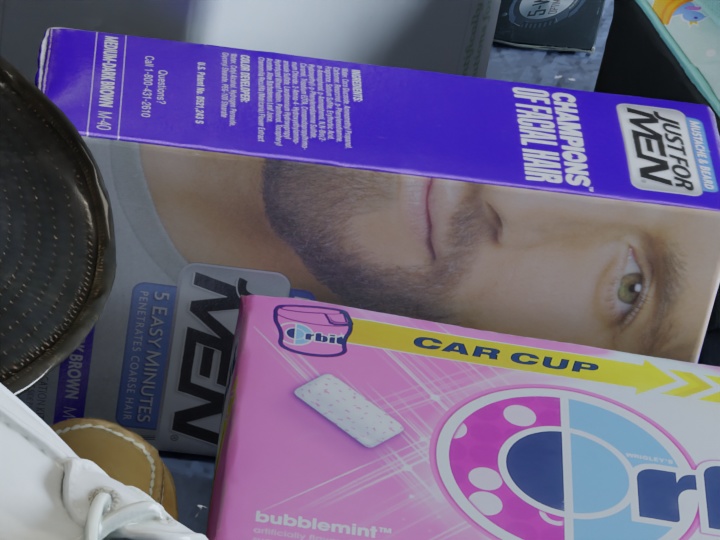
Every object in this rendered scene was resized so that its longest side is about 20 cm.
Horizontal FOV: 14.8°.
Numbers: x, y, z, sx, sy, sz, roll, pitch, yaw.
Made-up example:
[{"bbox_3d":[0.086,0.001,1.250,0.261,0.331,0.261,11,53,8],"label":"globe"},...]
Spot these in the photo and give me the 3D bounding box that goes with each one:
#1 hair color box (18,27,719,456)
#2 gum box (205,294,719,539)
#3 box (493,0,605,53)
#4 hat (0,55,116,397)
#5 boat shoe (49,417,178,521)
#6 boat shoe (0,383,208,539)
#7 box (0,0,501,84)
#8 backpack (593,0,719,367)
[{"bbox_3d":[0.000,0.000,0.814,0.200,0.109,0.065,5,34,-7],"label":"hair color box"},{"bbox_3d":[0.058,0.078,0.751,0.200,0.066,0.114,9,35,-4],"label":"gum box"},{"bbox_3d":[0.078,-0.209,1.066,0.044,0.200,0.160,5,35,-9],"label":"box"},{"bbox_3d":[-0.154,-0.040,0.690,0.201,0.081,0.201,5,40,-4],"label":"hat"},{"bbox_3d":[-0.092,0.087,0.687,0.072,0.076,0.200,16,33,8],"label":"boat shoe"},{"bbox_3d":[-0.060,0.079,0.621,0.200,0.066,0.072,52,48,-13],"label":"boat shoe"},{"bbox_3d":[-0.061,-0.133,0.912,0.171,0.199,0.200,29,37,24],"label":"box"},{"bbox_3d":[0.190,-0.045,0.903,0.200,0.153,0.176,5,28,-21],"label":"backpack"}]
